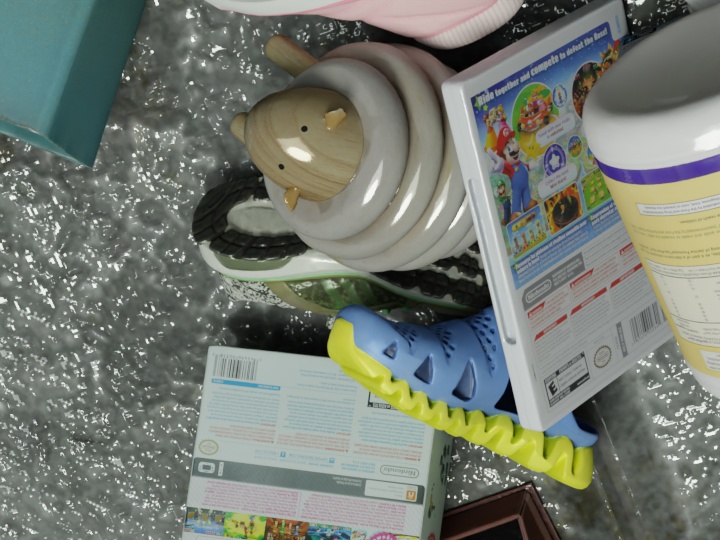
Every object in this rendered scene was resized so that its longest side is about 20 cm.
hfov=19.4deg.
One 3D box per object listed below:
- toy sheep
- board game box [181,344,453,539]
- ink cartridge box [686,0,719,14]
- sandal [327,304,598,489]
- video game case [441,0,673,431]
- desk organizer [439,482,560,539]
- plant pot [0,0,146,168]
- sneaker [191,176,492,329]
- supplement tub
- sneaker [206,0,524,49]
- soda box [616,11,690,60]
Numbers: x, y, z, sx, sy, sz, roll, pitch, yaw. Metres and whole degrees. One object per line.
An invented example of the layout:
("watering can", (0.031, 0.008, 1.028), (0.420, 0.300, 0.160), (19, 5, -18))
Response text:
("toy sheep", (0.013, -0.063, 1.159), (0.137, 0.199, 0.139), (-4, 84, 43))
("board game box", (-0.028, 0.155, 1.260), (0.146, 0.064, 0.202), (6, 80, 13))
("ink cartridge box", (0.283, -0.177, 1.080), (0.145, 0.088, 0.200), (38, 115, -2))
("sandal", (0.067, 0.053, 1.193), (0.199, 0.079, 0.088), (23, 94, -37))
("video game case", (0.117, -0.033, 1.159), (0.018, 0.143, 0.202), (6, 118, 45))
("desk organizer", (0.028, 0.210, 1.312), (0.199, 0.077, 0.072), (-22, 105, 21))
("plant pot", (-0.186, -0.182, 1.152), (0.140, 0.141, 0.202), (21, 87, 4))
("sneaker", (0.000, 0.000, 1.252), (0.198, 0.077, 0.089), (11, 146, 8))
("supplement tub", (0.210, -0.022, 1.047), (0.144, 0.146, 0.201), (-18, 113, 20))
("sneaker", (-0.001, -0.161, 1.157), (0.199, 0.105, 0.076), (2, 73, 29))
("soda box", (0.208, -0.041, 1.159), (0.063, 0.069, 0.201), (-20, 111, 20))
